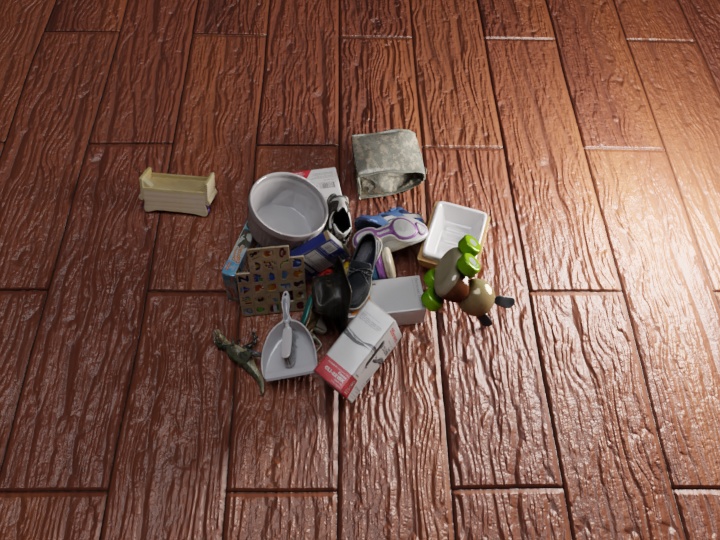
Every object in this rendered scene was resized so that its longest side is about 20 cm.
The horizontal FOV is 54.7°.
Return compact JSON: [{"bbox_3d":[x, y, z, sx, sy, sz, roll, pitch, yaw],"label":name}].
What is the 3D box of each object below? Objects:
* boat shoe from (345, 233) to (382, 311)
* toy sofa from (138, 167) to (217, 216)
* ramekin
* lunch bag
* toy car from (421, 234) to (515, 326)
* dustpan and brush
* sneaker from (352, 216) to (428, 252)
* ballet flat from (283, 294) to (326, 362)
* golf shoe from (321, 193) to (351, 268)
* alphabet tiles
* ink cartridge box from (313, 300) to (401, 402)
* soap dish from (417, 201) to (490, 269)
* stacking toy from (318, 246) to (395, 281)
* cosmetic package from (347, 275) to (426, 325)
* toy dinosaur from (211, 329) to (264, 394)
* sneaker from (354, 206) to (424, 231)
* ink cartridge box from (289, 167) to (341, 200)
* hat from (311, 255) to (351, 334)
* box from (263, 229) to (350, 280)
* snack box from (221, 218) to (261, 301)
[{"bbox_3d":[0.000,0.000,1.684,0.073,0.062,0.203,15,73,16],"label":"boat shoe"},{"bbox_3d":[-0.500,-0.217,1.909,0.196,0.099,0.083,4,31,1],"label":"toy sofa"},{"bbox_3d":[-0.187,-0.133,1.717,0.197,0.105,0.203,11,53,-15],"label":"ramekin"},{"bbox_3d":[0.080,-0.302,1.954,0.196,0.118,0.166,-8,56,-2],"label":"lunch bag"},{"bbox_3d":[0.274,0.049,1.693,0.199,0.164,0.159,36,33,-14],"label":"toy car"},{"bbox_3d":[-0.168,0.145,1.618,0.137,0.057,0.203,-12,54,14],"label":"dustpan and brush"},{"bbox_3d":[0.078,-0.084,1.811,0.196,0.100,0.076,-10,67,2],"label":"sneaker"},{"bbox_3d":[-0.123,0.156,1.682,0.071,0.068,0.202,25,57,-9],"label":"ballet flat"},{"bbox_3d":[-0.062,-0.088,1.757,0.076,0.203,0.095,-4,25,-11],"label":"golf shoe"},{"bbox_3d":[-0.215,0.026,1.681,0.164,0.202,0.008,-6,38,-6],"label":"alphabet tiles"},{"bbox_3d":[-0.001,0.184,1.573,0.083,0.145,0.201,34,80,19],"label":"ink cartridge box"},{"bbox_3d":[0.246,-0.077,1.832,0.155,0.082,0.202,16,57,8],"label":"soap dish"},{"bbox_3d":[-0.013,0.005,1.765,0.197,0.086,0.086,-15,56,8],"label":"stacking toy"},{"bbox_3d":[0.057,0.082,1.727,0.196,0.072,0.103,-7,56,-7],"label":"cosmetic package"},{"bbox_3d":[-0.266,0.197,1.655,0.088,0.048,0.200,-44,68,-10],"label":"toy dinosaur"},{"bbox_3d":[0.080,-0.125,1.867,0.196,0.074,0.083,7,54,-6],"label":"sneaker"},{"bbox_3d":[-0.120,-0.169,1.878,0.142,0.084,0.203,-8,57,-8],"label":"ink cartridge box"},{"bbox_3d":[-0.078,0.063,1.636,0.079,0.202,0.203,0,55,-14],"label":"hat"},{"bbox_3d":[-0.135,-0.020,1.713,0.198,0.121,0.033,-30,62,11],"label":"box"},{"bbox_3d":[-0.291,-0.037,1.765,0.036,0.117,0.202,15,57,8],"label":"snack box"}]
